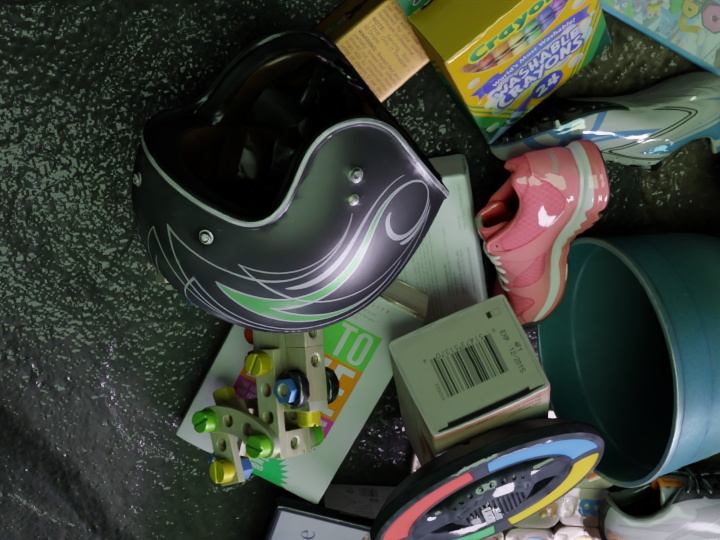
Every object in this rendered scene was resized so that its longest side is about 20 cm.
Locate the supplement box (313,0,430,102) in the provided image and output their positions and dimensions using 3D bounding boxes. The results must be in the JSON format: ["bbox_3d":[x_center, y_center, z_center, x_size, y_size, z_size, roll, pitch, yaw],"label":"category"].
[{"bbox_3d":[-0.022,-0.145,1.219,0.200,0.067,0.069,-41,115,8],"label":"supplement box"}]

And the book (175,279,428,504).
[{"bbox_3d":[-0.049,0.079,1.303,0.133,0.048,0.201,26,116,-6],"label":"book"}]

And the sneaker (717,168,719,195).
[{"bbox_3d":[0.336,-0.048,1.266,0.075,0.201,0.079,21,129,-16],"label":"sneaker"}]

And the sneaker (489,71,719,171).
[{"bbox_3d":[0.200,-0.107,1.281,0.199,0.072,0.073,-10,109,-6],"label":"sneaker"}]

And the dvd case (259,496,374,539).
[{"bbox_3d":[0.001,0.275,1.366,0.199,0.018,0.143,15,111,-12],"label":"dvd case"}]

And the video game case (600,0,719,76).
[{"bbox_3d":[0.291,-0.233,1.275,0.199,0.018,0.144,25,105,-21],"label":"video game case"}]

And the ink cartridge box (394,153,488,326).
[{"bbox_3d":[0.000,0.000,1.310,0.199,0.047,0.161,-8,116,6],"label":"ink cartridge box"}]

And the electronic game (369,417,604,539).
[{"bbox_3d":[0.100,0.174,1.267,0.199,0.042,0.200,-20,155,-10],"label":"electronic game"}]

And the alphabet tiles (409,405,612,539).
[{"bbox_3d":[0.133,0.210,1.440,0.194,0.015,0.201,4,112,-14],"label":"alphabet tiles"}]

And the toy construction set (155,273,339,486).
[{"bbox_3d":[-0.084,0.066,1.238,0.092,0.131,0.201,-26,106,-46],"label":"toy construction set"}]

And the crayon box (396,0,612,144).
[{"bbox_3d":[0.109,-0.180,1.170,0.126,0.052,0.200,-39,157,3],"label":"crayon box"}]

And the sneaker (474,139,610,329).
[{"bbox_3d":[0.124,-0.029,1.275,0.086,0.074,0.201,-2,140,-18],"label":"sneaker"}]

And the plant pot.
[{"bbox_3d":[0.274,0.058,1.312,0.187,0.200,0.201,-10,116,-23],"label":"plant pot"}]

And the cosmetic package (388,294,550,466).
[{"bbox_3d":[0.089,0.110,1.286,0.103,0.088,0.200,-24,156,-4],"label":"cosmetic package"}]

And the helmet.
[{"bbox_3d":[-0.056,-0.051,1.115,0.190,0.200,0.200,-39,116,6],"label":"helmet"}]

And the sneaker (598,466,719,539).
[{"bbox_3d":[0.306,0.208,1.440,0.199,0.074,0.080,-18,120,-4],"label":"sneaker"}]

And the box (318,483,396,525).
[{"bbox_3d":[0.013,0.291,1.418,0.116,0.060,0.201,4,113,-7],"label":"box"}]
